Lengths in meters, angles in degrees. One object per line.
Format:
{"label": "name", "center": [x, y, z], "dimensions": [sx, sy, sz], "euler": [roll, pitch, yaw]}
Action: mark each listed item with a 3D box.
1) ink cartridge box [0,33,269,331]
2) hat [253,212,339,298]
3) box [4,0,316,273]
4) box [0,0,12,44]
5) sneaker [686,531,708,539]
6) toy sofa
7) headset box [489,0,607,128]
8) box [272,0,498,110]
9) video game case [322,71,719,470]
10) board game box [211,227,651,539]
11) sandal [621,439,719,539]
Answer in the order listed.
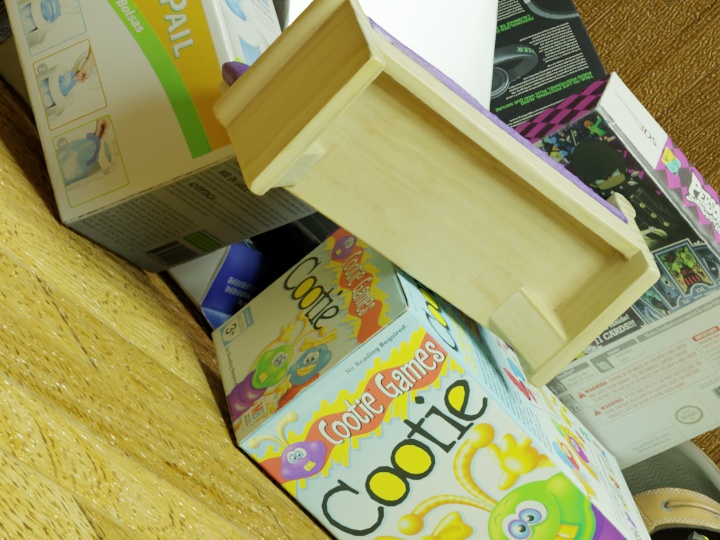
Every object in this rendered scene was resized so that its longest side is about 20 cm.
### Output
{"label": "ink cartridge box", "center": [-0.106, -0.042, 1.487], "dimensions": [0.200, 0.039, 0.099], "euler": [51, 5, 9]}
{"label": "hat", "center": [0.000, 0.000, 1.556], "dimensions": [0.201, 0.081, 0.201], "euler": [48, -13, 15]}
{"label": "box", "center": [-0.102, -0.117, 1.380], "dimensions": [0.112, 0.101, 0.201], "euler": [35, 36, -67]}
{"label": "box", "center": [-0.232, -0.209, 1.507], "dimensions": [0.200, 0.060, 0.117], "euler": [50, 6, 6]}
{"label": "sneaker", "center": [0.167, 0.208, 1.414], "dimensions": [0.085, 0.078, 0.200], "euler": [30, -28, 10]}
{"label": "toy sofa", "center": [0.033, -0.044, 1.283], "dimensions": [0.200, 0.083, 0.098], "euler": [35, 21, -32]}
{"label": "headset box", "center": [0.110, -0.040, 1.591], "dimensions": [0.175, 0.092, 0.201], "euler": [68, 2, -47]}
{"label": "box", "center": [-0.028, -0.109, 1.549], "dimensions": [0.124, 0.098, 0.200], "euler": [4, 2, -26]}
{"label": "video game case", "center": [0.103, 0.016, 1.410], "dimensions": [0.181, 0.200, 0.036], "euler": [47, 41, -17]}
{"label": "board game box", "center": [0.036, 0.086, 1.359], "dimensions": [0.200, 0.103, 0.105], "euler": [46, 13, -28]}
{"label": "sandal", "center": [0.167, 0.153, 1.488], "dimensions": [0.200, 0.082, 0.055], "euler": [56, 17, 24]}
